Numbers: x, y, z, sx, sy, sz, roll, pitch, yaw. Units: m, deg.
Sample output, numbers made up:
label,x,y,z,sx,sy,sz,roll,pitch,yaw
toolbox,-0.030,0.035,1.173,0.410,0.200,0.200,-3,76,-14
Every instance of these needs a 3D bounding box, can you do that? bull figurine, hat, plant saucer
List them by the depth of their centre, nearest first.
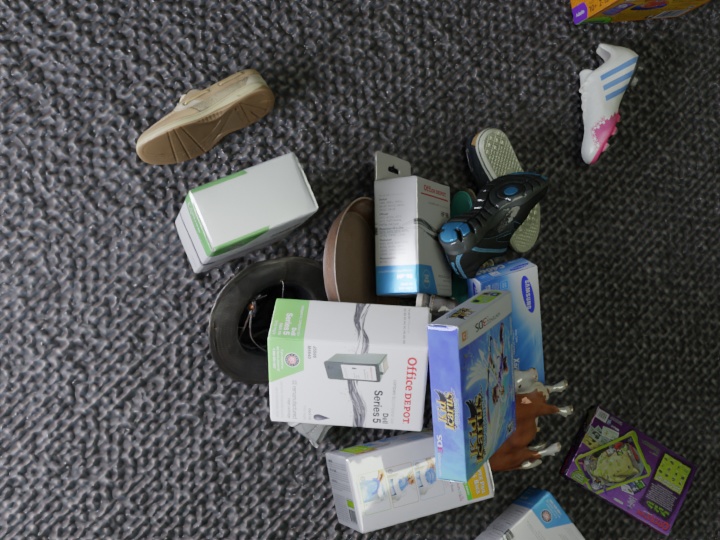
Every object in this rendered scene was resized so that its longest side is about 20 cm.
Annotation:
label,x,y,z,sx,sy,sz,roll,pitch,yaw
hat,-0.126,0.058,1.322,0.200,0.081,0.201,-12,114,-29
plant saucer,0.000,0.000,1.343,0.034,0.200,0.201,-2,85,27
bull figurine,0.235,0.208,1.399,0.121,0.065,0.200,3,125,-17

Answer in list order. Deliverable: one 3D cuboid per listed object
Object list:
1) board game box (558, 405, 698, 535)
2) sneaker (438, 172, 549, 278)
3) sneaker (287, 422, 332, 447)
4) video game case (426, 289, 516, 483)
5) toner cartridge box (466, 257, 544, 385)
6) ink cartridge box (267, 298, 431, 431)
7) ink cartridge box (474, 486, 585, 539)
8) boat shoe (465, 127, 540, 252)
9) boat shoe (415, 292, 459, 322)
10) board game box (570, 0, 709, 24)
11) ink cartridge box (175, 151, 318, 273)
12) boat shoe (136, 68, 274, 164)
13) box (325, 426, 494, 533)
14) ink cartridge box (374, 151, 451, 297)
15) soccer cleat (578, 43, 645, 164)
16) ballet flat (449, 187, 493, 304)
label,x,y,z,sx,sy,sz,roll,pitch,yaw
board game box,0.413,0.307,1.502,0.200,0.032,0.120,32,73,-11
sneaker,0.191,-0.069,1.382,0.200,0.073,0.082,-36,126,-22
sneaker,-0.014,0.164,1.368,0.200,0.075,0.082,-37,106,-6
video game case,0.147,0.142,1.249,0.181,0.045,0.200,-24,113,-57
toner cartridge box,0.211,0.090,1.412,0.095,0.043,0.200,-16,113,-19
ink cartridge box,-0.013,0.120,1.248,0.200,0.084,0.146,3,126,3
ink cartridge box,0.222,0.424,1.413,0.200,0.067,0.116,-39,97,-17
boat shoe,0.212,-0.120,1.459,0.075,0.062,0.200,-34,111,-21
boat shoe,0.113,0.081,1.339,0.057,0.200,0.067,5,72,12
board game box,0.445,-0.506,1.485,0.200,0.200,0.200,-9,89,-18
ink cartridge box,-0.154,-0.070,1.270,0.146,0.200,0.084,-23,89,-18
boat shoe,-0.217,-0.210,1.336,0.200,0.071,0.065,-26,59,-9
box,0.068,0.282,1.353,0.200,0.112,0.102,-11,87,-18
ink cartridge box,0.074,-0.064,1.369,0.116,0.067,0.200,6,82,-61
soccer cleat,0.368,-0.261,1.520,0.086,0.070,0.200,24,76,2
ballet flat,0.168,-0.020,1.441,0.075,0.068,0.200,0,91,-39
